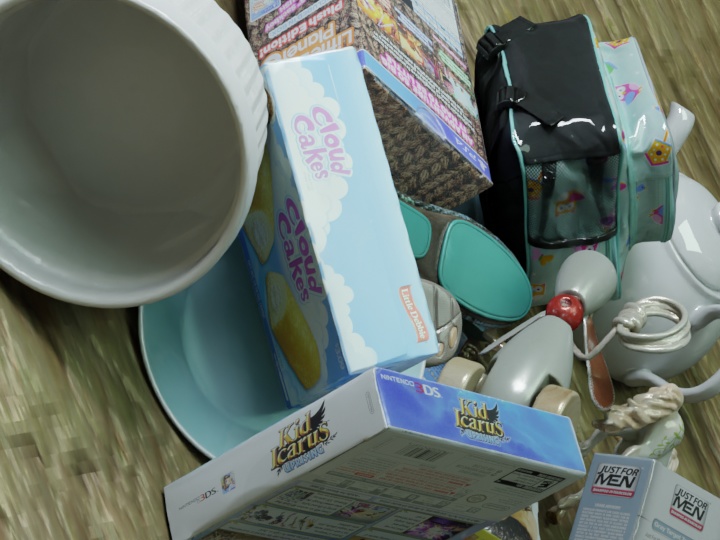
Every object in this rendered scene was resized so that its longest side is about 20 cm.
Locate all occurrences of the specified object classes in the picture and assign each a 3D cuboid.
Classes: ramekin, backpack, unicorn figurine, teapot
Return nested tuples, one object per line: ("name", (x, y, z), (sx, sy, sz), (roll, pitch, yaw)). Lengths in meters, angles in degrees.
("ramekin", (-0.148, -0.088, 1.408), (0.201, 0.200, 0.105), (52, 23, -10))
("backpack", (0.159, -0.074, 1.777), (0.152, 0.201, 0.176), (-3, 41, -9))
("unicorn figurine", (0.200, 0.147, 1.764), (0.137, 0.200, 0.074), (-34, 79, -28))
("teapot", (0.249, -0.008, 1.931), (0.201, 0.146, 0.197), (57, 32, -5))

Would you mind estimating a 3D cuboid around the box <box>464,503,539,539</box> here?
("box", (0.044, 0.143, 1.613), (0.199, 0.050, 0.076), (33, 40, -35))

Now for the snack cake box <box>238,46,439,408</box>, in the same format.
("snack cake box", (-0.025, -0.025, 1.474), (0.067, 0.115, 0.202), (-12, 81, -23))

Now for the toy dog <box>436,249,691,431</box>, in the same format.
("toy dog", (0.129, 0.078, 1.643), (0.199, 0.097, 0.132), (-29, 49, -33))

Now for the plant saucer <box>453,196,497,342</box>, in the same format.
("plant saucer", (0.077, -0.035, 1.833), (0.070, 0.019, 0.201), (39, 38, -37))

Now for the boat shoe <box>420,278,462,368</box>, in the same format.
("boat shoe", (-0.030, 0.021, 1.595), (0.199, 0.073, 0.075), (25, 73, -16))

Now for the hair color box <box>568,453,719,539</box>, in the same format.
("hair color box", (0.187, 0.240, 1.640), (0.099, 0.060, 0.201), (30, 72, -38))

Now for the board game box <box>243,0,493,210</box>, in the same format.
("board game box", (0.002, -0.151, 1.716), (0.159, 0.096, 0.201), (39, 30, -39))

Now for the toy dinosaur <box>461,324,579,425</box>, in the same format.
("toy dinosaur", (0.120, 0.088, 1.721), (0.101, 0.058, 0.200), (37, 16, -1))

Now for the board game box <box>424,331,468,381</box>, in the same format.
("board game box", (0.000, 0.000, 1.698), (0.200, 0.019, 0.103), (53, 31, -11))

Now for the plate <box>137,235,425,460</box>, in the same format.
("plate", (-0.052, 0.041, 1.523), (0.199, 0.026, 0.202), (6, 74, -20))

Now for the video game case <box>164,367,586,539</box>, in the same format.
("video game case", (0.010, 0.131, 1.453), (0.199, 0.181, 0.046), (18, 49, -47))

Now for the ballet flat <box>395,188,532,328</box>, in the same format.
("ballet flat", (0.039, -0.015, 1.682), (0.199, 0.074, 0.075), (32, 41, -35))
